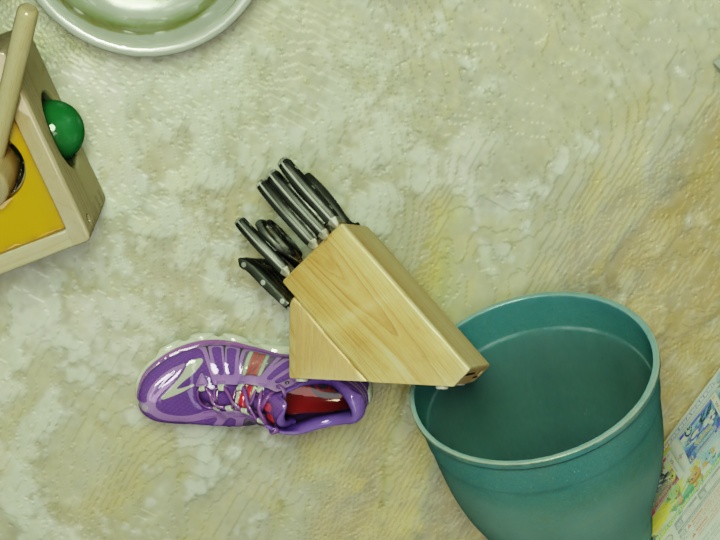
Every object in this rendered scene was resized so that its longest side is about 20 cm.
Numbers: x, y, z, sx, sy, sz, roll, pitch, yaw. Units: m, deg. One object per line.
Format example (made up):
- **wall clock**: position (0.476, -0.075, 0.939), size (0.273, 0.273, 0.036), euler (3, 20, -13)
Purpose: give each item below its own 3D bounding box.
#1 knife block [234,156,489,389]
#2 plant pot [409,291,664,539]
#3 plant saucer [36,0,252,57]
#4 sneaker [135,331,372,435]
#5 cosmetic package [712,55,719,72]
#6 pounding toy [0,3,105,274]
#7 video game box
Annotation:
- **knife block**: position (0.000, 0.000, 1.176), size (0.199, 0.064, 0.177), euler (2, 91, 20)
- **plant pot**: position (0.160, 0.153, 1.219), size (0.199, 0.200, 0.189), euler (-17, 124, 4)
- **plant saucer**: position (-0.163, -0.264, 1.123), size (0.199, 0.050, 0.201), euler (-1, 109, -1)
- **sneaker**: position (-0.089, 0.099, 1.239), size (0.199, 0.084, 0.081), euler (-3, 110, 0)
- **cosmetic package**: position (0.380, -0.187, 1.140), size (0.200, 0.113, 0.081), euler (-39, 106, 13)
- **pounding toy**: position (-0.289, -0.094, 1.130), size (0.199, 0.142, 0.185), euler (-20, 110, 5)
- **video game box**: position (0.292, 0.185, 1.232), size (0.047, 0.182, 0.201), euler (29, 107, -16)
